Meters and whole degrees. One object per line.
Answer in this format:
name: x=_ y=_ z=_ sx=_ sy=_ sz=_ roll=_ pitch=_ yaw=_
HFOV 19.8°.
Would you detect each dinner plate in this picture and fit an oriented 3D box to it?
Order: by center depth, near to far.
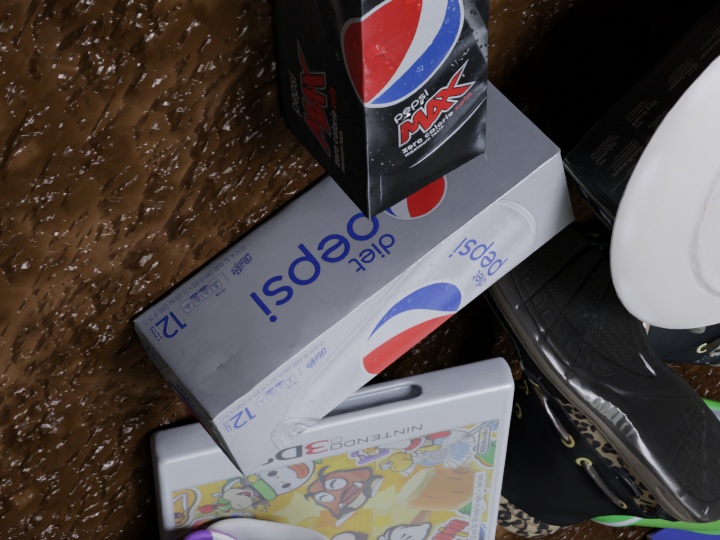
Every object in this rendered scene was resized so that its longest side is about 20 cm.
dinner plate: x=0.201 y=-0.046 z=0.957 sx=0.199 sy=0.024 sz=0.201 roll=-25 pitch=140 yaw=-23

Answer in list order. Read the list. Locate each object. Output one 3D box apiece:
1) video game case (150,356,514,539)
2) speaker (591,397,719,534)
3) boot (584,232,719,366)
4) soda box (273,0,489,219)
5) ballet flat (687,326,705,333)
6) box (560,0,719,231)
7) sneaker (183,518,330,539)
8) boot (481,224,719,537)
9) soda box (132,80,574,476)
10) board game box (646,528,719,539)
video game case: x=-0.014 y=0.129 z=1.074 sx=0.181 sy=0.023 sz=0.201 roll=-12 pitch=142 yaw=-11
speaker: x=0.197 y=0.123 z=1.311 sx=0.089 sy=0.089 sz=0.200 roll=-52 pitch=149 yaw=16
boot: x=0.190 y=-0.021 z=1.134 sx=0.153 sy=0.074 sz=0.204 roll=-8 pitch=133 yaw=-39
soda box: x=0.007 y=-0.114 z=0.800 sx=0.063 sy=0.071 sz=0.201 roll=-30 pitch=148 yaw=-18
ballet flat: x=0.229 y=-0.041 z=1.064 sx=0.200 sy=0.064 sz=0.067 roll=-40 pitch=155 yaw=-8
box: x=0.185 y=-0.099 z=1.002 sx=0.200 sy=0.046 sz=0.159 roll=-45 pitch=172 yaw=4
sneaker: x=-0.092 y=0.181 z=1.044 sx=0.199 sy=0.073 sz=0.115 roll=-19 pitch=123 yaw=10
boot: x=0.092 y=0.062 z=1.090 sx=0.150 sy=0.200 sz=0.073 roll=-23 pitch=-157 yaw=53
soda box: x=0.000 y=0.000 z=0.941 sx=0.200 sy=0.068 sz=0.064 roll=-38 pitch=150 yaw=-10
board game box: x=0.323 y=0.248 z=1.513 sx=0.159 sy=0.097 sz=0.201 roll=-27 pitch=130 yaw=2
